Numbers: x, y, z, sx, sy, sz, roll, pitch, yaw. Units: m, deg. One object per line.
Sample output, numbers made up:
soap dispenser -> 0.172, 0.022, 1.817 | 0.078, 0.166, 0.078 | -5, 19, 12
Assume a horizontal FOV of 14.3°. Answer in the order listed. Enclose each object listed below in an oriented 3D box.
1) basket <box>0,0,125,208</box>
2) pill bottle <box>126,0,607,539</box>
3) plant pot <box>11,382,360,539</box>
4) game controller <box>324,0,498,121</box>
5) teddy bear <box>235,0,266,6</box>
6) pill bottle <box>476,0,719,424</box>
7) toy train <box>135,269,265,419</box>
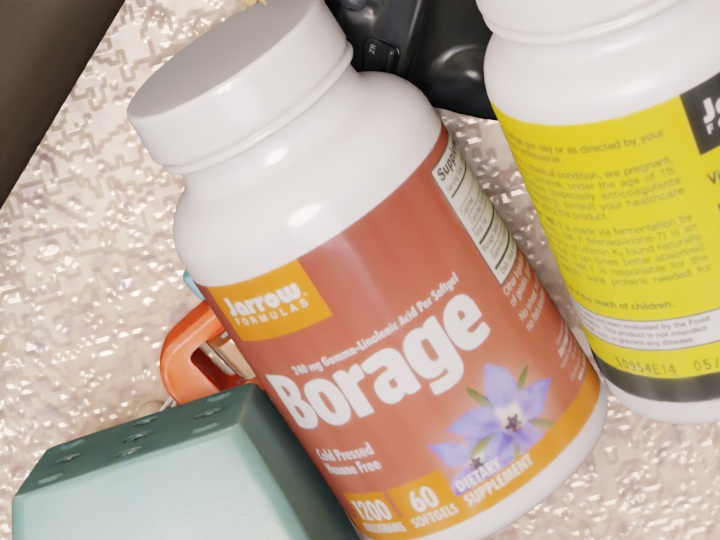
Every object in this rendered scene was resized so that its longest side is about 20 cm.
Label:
basket -> -0.168, -0.085, 1.044 | 0.136, 0.180, 0.200 | 32, 99, -41
pill bottle -> 0.000, 0.000, 1.078 | 0.112, 0.112, 0.201 | -30, 108, 9
plant pot -> -0.052, 0.155, 1.082 | 0.140, 0.141, 0.201 | -17, 97, 5
game controller -> 0.055, -0.155, 1.087 | 0.104, 0.042, 0.201 | 10, 110, -20
teddy bear -> 0.017, -0.163, 0.972 | 0.199, 0.067, 0.146 | 0, 101, 13
pill bottle -> 0.112, -0.053, 1.062 | 0.114, 0.114, 0.201 | -21, 119, 6
toy train -> -0.032, 0.097, 1.157 | 0.150, 0.056, 0.200 | -35, 106, 10
